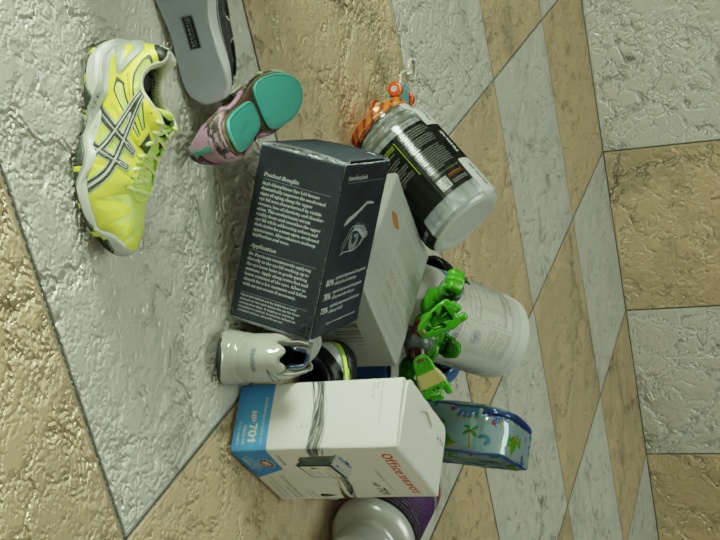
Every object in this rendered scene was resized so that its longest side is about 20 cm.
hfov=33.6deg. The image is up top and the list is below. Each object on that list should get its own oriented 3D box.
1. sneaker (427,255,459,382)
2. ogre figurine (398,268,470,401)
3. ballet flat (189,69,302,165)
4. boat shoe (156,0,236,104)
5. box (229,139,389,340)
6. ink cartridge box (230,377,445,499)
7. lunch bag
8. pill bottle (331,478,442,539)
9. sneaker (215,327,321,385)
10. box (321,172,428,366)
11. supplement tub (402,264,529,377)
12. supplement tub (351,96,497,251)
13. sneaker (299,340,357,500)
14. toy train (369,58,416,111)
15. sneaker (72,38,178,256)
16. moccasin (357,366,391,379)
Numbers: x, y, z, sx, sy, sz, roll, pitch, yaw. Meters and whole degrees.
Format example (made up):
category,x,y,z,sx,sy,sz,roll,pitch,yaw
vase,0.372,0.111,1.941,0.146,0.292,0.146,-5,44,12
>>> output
category,x,y,z,sx,sy,sz,roll,pitch,yaw
sneaker,0.118,0.074,1.862,0.078,0.069,0.202,42,43,-53
ogre figurine,0.089,0.093,1.576,0.120,0.097,0.203,-120,-150,-82
ballet flat,-0.130,-0.166,1.287,0.070,0.070,0.200,70,27,-20
boat shoe,-0.165,-0.275,1.229,0.066,0.069,0.202,-66,146,-61
box,-0.054,-0.040,1.331,0.148,0.103,0.202,-16,119,-69
ink cartridge box,-0.022,0.189,1.322,0.147,0.198,0.087,54,38,-51
lunch bag,0.140,0.237,1.710,0.161,0.198,0.083,39,58,-58
pill bottle,0.028,0.322,1.539,0.200,0.110,0.113,-49,130,-60
sneaker,-0.084,0.097,1.332,0.200,0.086,0.075,-14,105,-68
box,0.000,0.000,1.527,0.201,0.105,0.153,-71,148,-43
supplement tub,0.138,0.076,1.742,0.199,0.131,0.133,20,66,-41
supplement tub,0.084,-0.135,1.634,0.200,0.123,0.122,50,16,17
sneaker,-0.052,0.181,1.454,0.082,0.071,0.203,1,84,-43
toy train,0.062,-0.208,1.789,0.151,0.055,0.202,-64,146,-52
sneaker,-0.209,-0.114,1.080,0.075,0.076,0.203,11,77,-68
moccasin,0.018,0.154,1.584,0.069,0.080,0.201,70,28,-43
